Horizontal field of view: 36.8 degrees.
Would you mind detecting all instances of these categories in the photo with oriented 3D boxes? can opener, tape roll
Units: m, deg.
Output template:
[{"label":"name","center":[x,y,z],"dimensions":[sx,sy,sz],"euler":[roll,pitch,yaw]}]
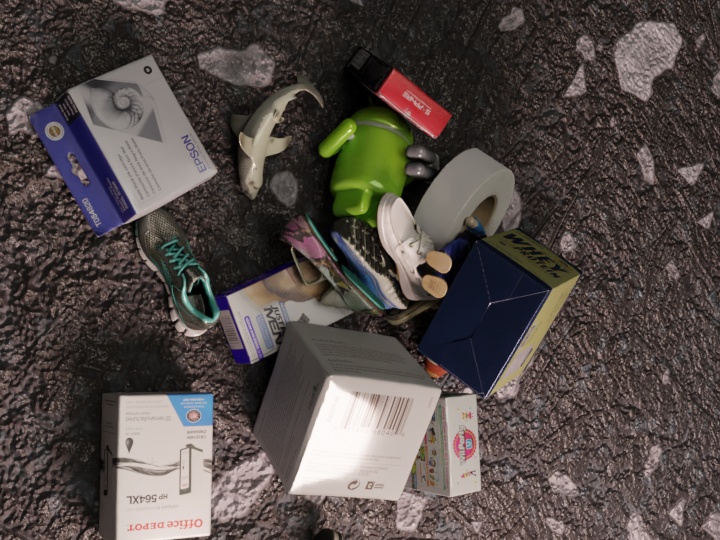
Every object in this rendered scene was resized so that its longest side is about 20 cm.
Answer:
[{"label":"can opener","center":[0.114,-0.168,1.727],"dimensions":[0.200,0.065,0.054],"euler":[3,89,-72]},{"label":"tape roll","center":[0.165,-0.093,1.762],"dimensions":[0.070,0.204,0.202],"euler":[34,62,22]}]

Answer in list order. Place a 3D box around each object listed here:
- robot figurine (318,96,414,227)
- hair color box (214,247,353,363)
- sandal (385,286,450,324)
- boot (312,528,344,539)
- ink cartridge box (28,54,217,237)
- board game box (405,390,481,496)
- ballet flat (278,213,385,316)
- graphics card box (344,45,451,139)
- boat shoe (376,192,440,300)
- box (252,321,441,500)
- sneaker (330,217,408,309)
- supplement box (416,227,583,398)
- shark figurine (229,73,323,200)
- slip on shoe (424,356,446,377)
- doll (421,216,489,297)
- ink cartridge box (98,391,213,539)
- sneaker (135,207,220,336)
[{"label":"robot figurine","center":[0.019,-0.169,1.714],"dimensions":[0.174,0.115,0.203],"euler":[30,66,-38]},{"label":"hair color box","center":[-0.116,0.052,1.657],"dimensions":[0.198,0.064,0.111],"euler":[-26,100,-31]},{"label":"sandal","center":[0.131,0.047,1.801],"dimensions":[0.199,0.080,0.058],"euler":[-27,104,-16]},{"label":"boot","center":[-0.019,0.510,1.690],"dimensions":[0.152,0.073,0.208],"euler":[13,85,-33]},{"label":"ink cartridge box","center":[-0.332,-0.179,1.527],"dimensions":[0.199,0.040,0.202],"euler":[-32,92,-29]},{"label":"board game box","center":[0.102,0.265,1.699],"dimensions":[0.063,0.199,0.151],"euler":[-2,89,-31]},{"label":"ballet flat","center":[-0.049,0.006,1.631],"dimensions":[0.071,0.069,0.201],"euler":[-40,100,4]},{"label":"graphics card box","center":[0.056,-0.282,1.701],"dimensions":[0.125,0.200,0.051],"euler":[34,98,-24]},{"label":"boat shoe","center":[0.084,-0.036,1.673],"dimensions":[0.071,0.068,0.202],"euler":[-53,135,-33]},{"label":"box","center":[-0.025,0.208,1.606],"dimensions":[0.196,0.171,0.203],"euler":[10,110,-30]},{"label":"sneaker","center":[0.000,0.000,1.702],"dimensions":[0.201,0.088,0.079],"euler":[55,29,-37]},{"label":"supplement box","center":[0.219,0.061,1.680],"dimensions":[0.202,0.133,0.199],"euler":[-62,161,20]},{"label":"shark figurine","center":[-0.151,-0.233,1.646],"dimensions":[0.217,0.089,0.128],"euler":[-59,149,-11]},{"label":"slip on shoe","center":[0.176,0.120,1.838],"dimensions":[0.074,0.062,0.199],"euler":[39,46,25]},{"label":"doll","center":[0.159,-0.015,1.696],"dimensions":[0.199,0.048,0.139],"euler":[-27,132,-56]},{"label":"ink cartridge box","center":[-0.287,0.274,1.528],"dimensions":[0.144,0.084,0.204],"euler":[2,86,-31]},{"label":"sneaker","center":[-0.254,-0.002,1.558],"dimensions":[0.077,0.091,0.203],"euler":[-32,104,-29]}]
